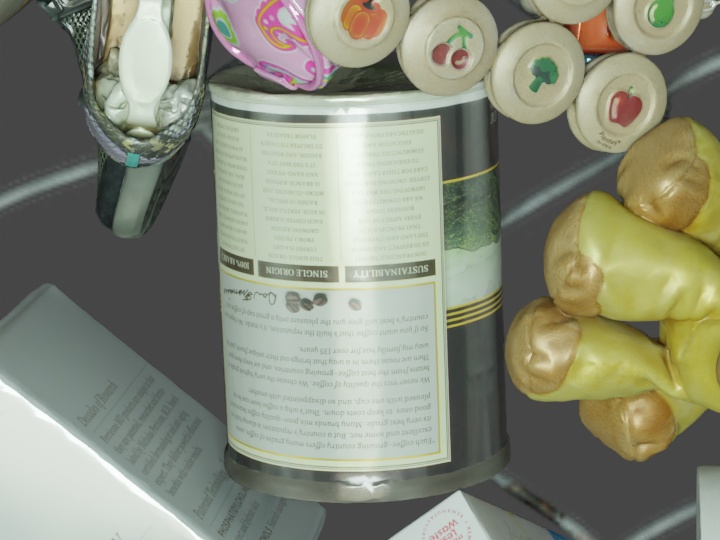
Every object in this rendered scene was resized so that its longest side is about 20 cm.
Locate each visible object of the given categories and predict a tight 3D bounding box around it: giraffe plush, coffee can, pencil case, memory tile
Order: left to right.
[{"bbox_3d":[0.000,0.000,1.352,0.146,0.146,0.201,-1,103,5],"label":"coffee can"},{"bbox_3d":[0.016,-0.170,1.299,0.200,0.087,0.088,-43,98,-27],"label":"pencil case"},{"bbox_3d":[0.079,-0.145,1.251,0.199,0.017,0.154,16,101,-28],"label":"memory tile"},{"bbox_3d":[0.194,0.044,1.292,0.199,0.162,0.173,12,111,-34],"label":"giraffe plush"}]

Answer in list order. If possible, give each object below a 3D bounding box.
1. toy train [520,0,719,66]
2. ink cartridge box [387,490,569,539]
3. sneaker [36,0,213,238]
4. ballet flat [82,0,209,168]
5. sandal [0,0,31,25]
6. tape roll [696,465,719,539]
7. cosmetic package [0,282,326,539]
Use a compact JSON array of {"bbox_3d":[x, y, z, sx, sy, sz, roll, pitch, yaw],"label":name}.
[{"bbox_3d":[0.166,-0.184,1.314,0.150,0.056,0.201,5,103,-23],"label":"toy train"},{"bbox_3d":[0.043,0.177,1.361,0.115,0.200,0.068,-37,65,11],"label":"ink cartridge box"},{"bbox_3d":[-0.133,-0.120,1.375,0.114,0.076,0.200,9,101,5],"label":"sneaker"},{"bbox_3d":[-0.096,-0.148,1.301,0.072,0.072,0.201,6,95,4],"label":"ballet flat"},{"bbox_3d":[-0.218,-0.122,1.355,0.082,0.055,0.200,55,137,5],"label":"sandal"},{"bbox_3d":[0.204,0.196,1.350,0.071,0.202,0.203,0,103,6],"label":"tape roll"},{"bbox_3d":[-0.151,0.144,1.389,0.200,0.166,0.167,38,104,-3],"label":"cosmetic package"}]
